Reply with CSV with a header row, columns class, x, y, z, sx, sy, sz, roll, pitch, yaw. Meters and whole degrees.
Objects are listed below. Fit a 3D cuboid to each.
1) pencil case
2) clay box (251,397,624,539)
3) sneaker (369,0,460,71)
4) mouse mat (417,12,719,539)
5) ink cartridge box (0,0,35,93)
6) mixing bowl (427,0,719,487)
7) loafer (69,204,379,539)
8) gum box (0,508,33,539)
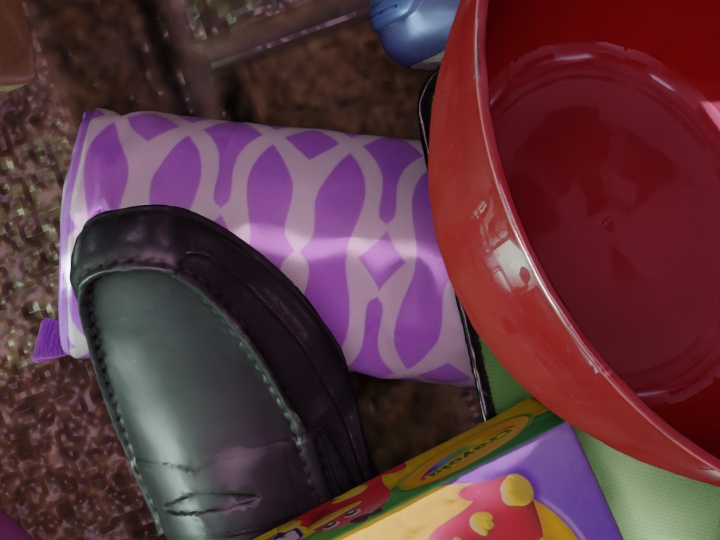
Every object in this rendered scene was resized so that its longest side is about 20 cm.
class,x,y,z,sx,sy,sz,roll,pitch,yaw
pencil case,0.000,0.000,0.811,0.199,0.084,0.086,9,128,0
clay box,-0.011,0.133,0.728,0.199,0.048,0.115,-27,100,-8
sneaker,0.102,-0.061,0.810,0.199,0.075,0.089,0,92,0
mouse mat,0.126,-0.002,0.773,0.199,0.008,0.162,-13,91,-8
ink cartridge box,-0.192,-0.126,0.682,0.164,0.075,0.201,-14,94,11
mixing bowl,0.094,-0.026,0.697,0.199,0.108,0.201,7,73,-25
loafer,-0.030,0.065,0.768,0.068,0.071,0.201,-9,130,23
gum box,-0.172,0.163,0.816,0.113,0.066,0.200,44,90,-1
